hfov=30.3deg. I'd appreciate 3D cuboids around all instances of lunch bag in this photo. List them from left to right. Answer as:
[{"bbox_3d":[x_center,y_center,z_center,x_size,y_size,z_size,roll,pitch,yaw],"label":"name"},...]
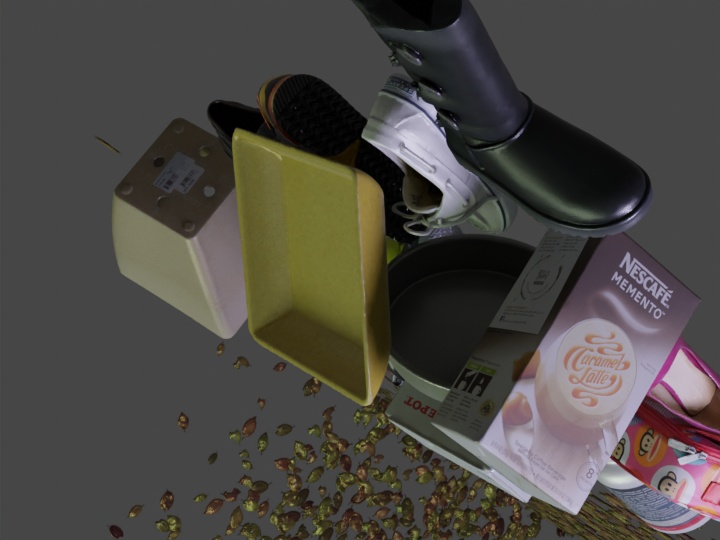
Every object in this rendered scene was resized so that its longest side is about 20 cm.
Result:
[{"bbox_3d":[0.347,0.198,1.301,0.198,0.083,0.176,22,-171,-25],"label":"lunch bag"}]

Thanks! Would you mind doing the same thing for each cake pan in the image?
[{"bbox_3d":[0.105,0.046,1.166,0.199,0.200,0.037,29,139,27],"label":"cake pan"}]

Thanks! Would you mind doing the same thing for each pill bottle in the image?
[{"bbox_3d":[0.311,0.197,1.462,0.119,0.120,0.200,23,167,49],"label":"pill bottle"}]

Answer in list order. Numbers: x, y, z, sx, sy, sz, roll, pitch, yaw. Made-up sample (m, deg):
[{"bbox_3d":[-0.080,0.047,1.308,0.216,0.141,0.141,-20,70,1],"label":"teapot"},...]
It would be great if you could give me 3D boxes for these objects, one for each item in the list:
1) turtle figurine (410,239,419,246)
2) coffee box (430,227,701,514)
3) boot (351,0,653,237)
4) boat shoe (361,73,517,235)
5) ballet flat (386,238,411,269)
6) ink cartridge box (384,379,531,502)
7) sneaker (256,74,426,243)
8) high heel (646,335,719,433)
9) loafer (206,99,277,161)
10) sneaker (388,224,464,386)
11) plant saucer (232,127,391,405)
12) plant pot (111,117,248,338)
[{"bbox_3d":[-0.037,-0.063,1.394,0.198,0.102,0.150,14,180,18],"label":"turtle figurine"},{"bbox_3d":[0.162,0.071,1.049,0.114,0.201,0.080,36,170,-24],"label":"coffee box"},{"bbox_3d":[0.088,-0.111,0.823,0.164,0.066,0.200,26,164,34],"label":"boot"},{"bbox_3d":[0.058,-0.066,1.065,0.074,0.087,0.202,27,169,36],"label":"boat shoe"},{"bbox_3d":[0.000,0.000,1.310,0.066,0.067,0.200,25,168,-2],"label":"ballet flat"},{"bbox_3d":[0.139,0.094,1.262,0.145,0.201,0.083,24,168,43],"label":"ink cartridge box"},{"bbox_3d":[-0.014,-0.106,1.203,0.200,0.070,0.090,43,173,-26],"label":"sneaker"},{"bbox_3d":[0.290,0.105,1.181,0.096,0.068,0.200,40,180,26],"label":"high heel"},{"bbox_3d":[-0.099,-0.130,1.363,0.063,0.072,0.199,45,169,-36],"label":"loafer"},{"bbox_3d":[0.056,0.040,1.353,0.075,0.203,0.113,-16,-158,-38],"label":"sneaker"},{"bbox_3d":[-0.035,-0.012,1.127,0.199,0.048,0.202,24,124,52],"label":"plant saucer"},{"bbox_3d":[-0.202,-0.072,1.695,0.199,0.200,0.178,30,160,22],"label":"plant pot"}]
